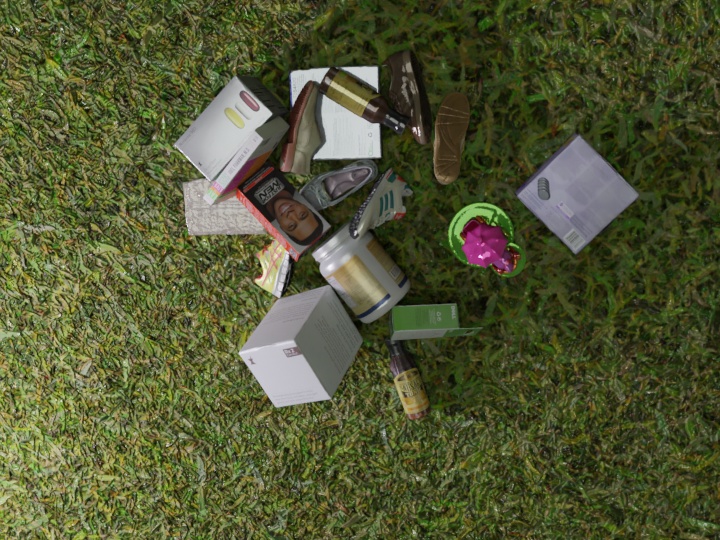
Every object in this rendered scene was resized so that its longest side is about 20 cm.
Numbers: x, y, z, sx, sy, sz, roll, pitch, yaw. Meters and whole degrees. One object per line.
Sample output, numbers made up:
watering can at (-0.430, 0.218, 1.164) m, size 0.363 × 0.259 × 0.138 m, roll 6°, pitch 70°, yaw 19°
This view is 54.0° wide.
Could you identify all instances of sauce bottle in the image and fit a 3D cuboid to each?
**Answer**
sauce bottle at (0.010, -0.352, 1.485) m, size 0.199 × 0.065 × 0.065 m, roll 31°, pitch 105°, yaw -3°
sauce bottle at (0.106, 0.249, 1.661) m, size 0.066 × 0.066 × 0.201 m, roll -20°, pitch 99°, yaw 11°

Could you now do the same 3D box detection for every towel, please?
towel at (-0.308, -0.147, 1.627) m, size 0.198 × 0.034 × 0.134 m, roll 0°, pitch 104°, yaw 5°

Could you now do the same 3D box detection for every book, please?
book at (-0.240, -0.229, 1.490) m, size 0.048 × 0.134 × 0.200 m, roll 44°, pitch 119°, yaw -3°

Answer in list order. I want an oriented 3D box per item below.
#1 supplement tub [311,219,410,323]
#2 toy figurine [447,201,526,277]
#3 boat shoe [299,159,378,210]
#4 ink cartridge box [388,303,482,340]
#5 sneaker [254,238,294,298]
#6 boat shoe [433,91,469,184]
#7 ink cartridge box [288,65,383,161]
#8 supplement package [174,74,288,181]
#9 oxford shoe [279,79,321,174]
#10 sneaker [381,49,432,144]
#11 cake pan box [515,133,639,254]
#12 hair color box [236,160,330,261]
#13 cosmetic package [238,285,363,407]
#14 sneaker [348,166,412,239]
supplement tub at (0.000, 0.000, 1.571) m, size 0.144 × 0.144 × 0.200 m, roll -38°, pitch 97°, yaw 13°
toy figurine at (0.281, -0.041, 1.510) m, size 0.200 × 0.184 × 0.150 m, roll 42°, pitch 104°, yaw -5°
boat shoe at (-0.055, -0.188, 1.572) m, size 0.201 × 0.065 × 0.075 m, roll -22°, pitch 100°, yaw 14°
ink cartridge box at (0.166, 0.115, 1.588) m, size 0.198 × 0.104 × 0.060 m, roll -2°, pitch 74°, yaw -2°
sneaker at (-0.193, -0.040, 1.620) m, size 0.090 × 0.078 × 0.201 m, roll 19°, pitch 103°, yaw 9°
boat shoe at (0.189, -0.282, 1.522) m, size 0.073 × 0.069 × 0.202 m, roll 11°, pitch 84°, yaw 0°
ink cartridge box at (-0.052, -0.343, 1.547) m, size 0.198 × 0.041 × 0.201 m, roll 0°, pitch 103°, yaw 7°
supplement package at (-0.274, -0.308, 1.521) m, size 0.111 × 0.156 × 0.200 m, roll 45°, pitch 104°, yaw -5°
oxford shoe at (-0.117, -0.305, 1.520) m, size 0.073 × 0.071 × 0.201 m, roll 12°, pitch 106°, yaw -20°
sneaker at (0.101, -0.367, 1.522) m, size 0.075 × 0.070 × 0.202 m, roll -8°, pitch 100°, yaw 27°
cake pan box at (0.469, -0.163, 1.530) m, size 0.200 × 0.052 × 0.184 m, roll 42°, pitch 106°, yaw -4°
hair color box at (-0.169, -0.129, 1.544) m, size 0.200 × 0.061 × 0.101 m, roll 46°, pitch 71°, yaw 3°
cosmetic package at (-0.127, 0.168, 1.561) m, size 0.164 × 0.200 × 0.166 m, roll -15°, pitch 117°, yaw 34°
sneaker at (0.052, -0.131, 1.527) m, size 0.093 × 0.200 × 0.070 m, roll 35°, pitch 147°, yaw -9°
